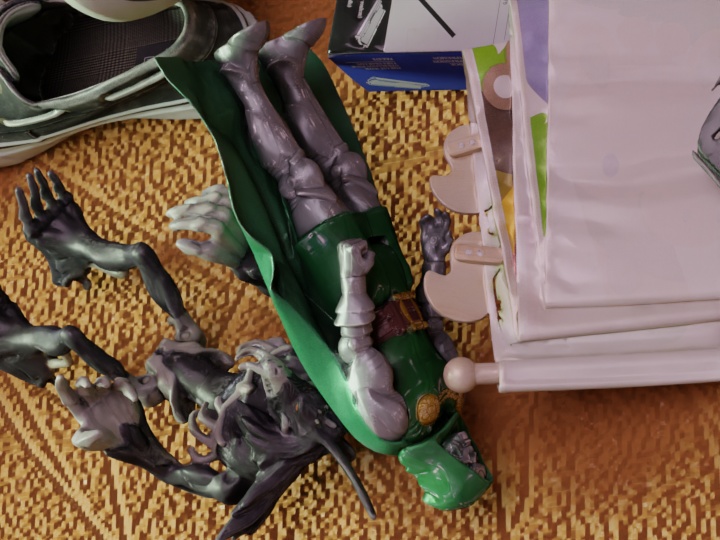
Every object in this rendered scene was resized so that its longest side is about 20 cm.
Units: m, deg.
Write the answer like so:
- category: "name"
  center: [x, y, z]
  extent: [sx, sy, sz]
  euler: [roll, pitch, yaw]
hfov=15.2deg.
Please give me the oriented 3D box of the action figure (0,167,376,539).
- category: "action figure"
  center: [-0.073, 0.032, 1.079]
  extent: [0.200, 0.102, 0.119]
  euler: [23, 72, 32]

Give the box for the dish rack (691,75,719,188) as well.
- category: "dish rack"
  center: [0.218, -0.033, 0.958]
  extent: [0.153, 0.055, 0.200]
  euler: [-43, 68, 7]

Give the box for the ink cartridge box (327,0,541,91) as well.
- category: "ink cartridge box"
  center: [0.050, -0.174, 1.120]
  extent: [0.094, 0.044, 0.200]
  euler: [2, 73, 28]

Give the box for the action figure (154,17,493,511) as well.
- category: "action figure"
  center: [0.000, 0.000, 1.042]
  extent: [0.055, 0.118, 0.200]
  euler: [-28, 83, 32]

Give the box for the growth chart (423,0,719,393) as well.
- category: "growth chart"
  center: [0.100, -0.046, 1.032]
  extent: [0.144, 0.018, 0.200]
  euler: [5, 74, 6]

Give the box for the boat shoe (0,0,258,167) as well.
- category: "boat shoe"
  center: [-0.139, -0.095, 1.179]
  extent: [0.200, 0.071, 0.072]
  euler: [-10, 68, 26]

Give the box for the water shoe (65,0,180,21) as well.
- category: "water shoe"
  center: [-0.099, -0.158, 1.148]
  extent: [0.079, 0.072, 0.200]
  euler: [-18, 26, 31]
